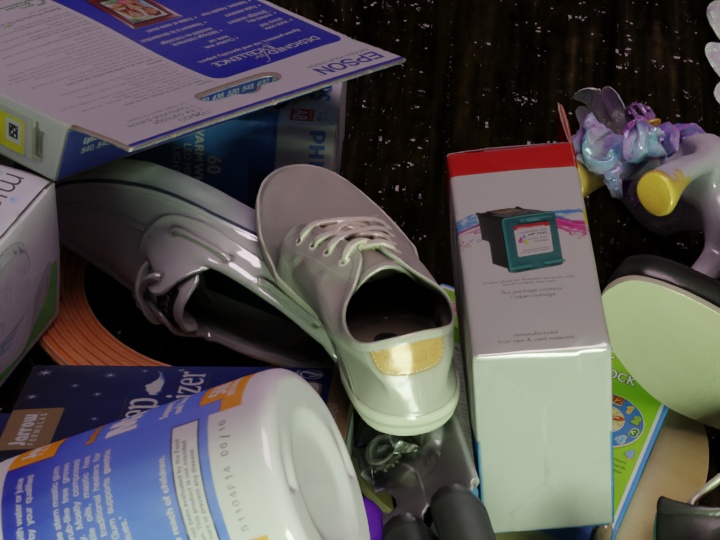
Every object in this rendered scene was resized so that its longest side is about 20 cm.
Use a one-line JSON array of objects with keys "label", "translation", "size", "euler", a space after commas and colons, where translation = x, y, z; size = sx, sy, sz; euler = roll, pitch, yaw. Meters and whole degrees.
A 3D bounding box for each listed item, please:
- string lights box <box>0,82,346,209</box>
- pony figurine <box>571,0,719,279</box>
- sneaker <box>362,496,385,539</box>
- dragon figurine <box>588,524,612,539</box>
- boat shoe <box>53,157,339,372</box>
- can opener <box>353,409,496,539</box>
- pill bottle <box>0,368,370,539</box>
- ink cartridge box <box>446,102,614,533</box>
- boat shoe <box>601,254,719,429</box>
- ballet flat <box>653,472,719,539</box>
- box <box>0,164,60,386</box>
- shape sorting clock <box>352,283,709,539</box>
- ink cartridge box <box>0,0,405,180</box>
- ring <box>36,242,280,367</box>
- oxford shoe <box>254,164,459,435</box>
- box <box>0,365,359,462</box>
[{"label": "string lights box", "translation": [-0.110, -0.082, 1.619], "size": [0.200, 0.059, 0.103], "euler": [3, 28, 1]}, {"label": "pony figurine", "translation": [0.191, -0.049, 1.611], "size": [0.200, 0.166, 0.193], "euler": [-15, 70, -52]}, {"label": "sneaker", "translation": [0.003, 0.189, 1.355], "size": [0.099, 0.070, 0.200], "euler": [23, 36, -6]}, {"label": "dragon figurine", "translation": [0.105, 0.197, 1.366], "size": [0.059, 0.099, 0.200], "euler": [17, 60, 6]}, {"label": "boat shoe", "translation": [-0.085, 0.000, 1.517], "size": [0.200, 0.074, 0.065], "euler": [17, 46, 18]}, {"label": "can opener", "translation": [0.046, 0.134, 1.373], "size": [0.053, 0.067, 0.200], "euler": [-33, 43, 14]}, {"label": "pill bottle", "translation": [-0.106, 0.124, 1.314], "size": [0.200, 0.112, 0.112], "euler": [-19, 37, 16]}, {"label": "ink cartridge box", "translation": [0.082, 0.019, 1.448], "size": [0.067, 0.116, 0.200], "euler": [-5, 38, 0]}, {"label": "boat shoe", "translation": [0.205, 0.046, 1.509], "size": [0.201, 0.074, 0.063], "euler": [31, 49, -21]}, {"label": "ballet flat", "translation": [0.237, 0.105, 1.455], "size": [0.200, 0.068, 0.069], "euler": [-19, 82, -10]}, {"label": "box", "translation": [-0.270, 0.019, 1.451], "size": [0.176, 0.097, 0.200], "euler": [16, 40, 15]}, {"label": "shape sorting clock", "translation": [0.081, 0.081, 1.512], "size": [0.200, 0.039, 0.200], "euler": [6, 46, -6]}, {"label": "ink cartridge box", "translation": [-0.115, -0.102, 1.549], "size": [0.197, 0.047, 0.200], "euler": [-21, 37, -40]}, {"label": "ring", "translation": [-0.084, 0.016, 1.570], "size": [0.200, 0.019, 0.201], "euler": [7, 40, -6]}, {"label": "oxford shoe", "translation": [0.000, 0.000, 1.442], "size": [0.075, 0.058, 0.200], "euler": [-13, 39, -13]}, {"label": "box", "translation": [-0.104, 0.081, 1.424], "size": [0.200, 0.032, 0.121], "euler": [-1, 20, 4]}]
